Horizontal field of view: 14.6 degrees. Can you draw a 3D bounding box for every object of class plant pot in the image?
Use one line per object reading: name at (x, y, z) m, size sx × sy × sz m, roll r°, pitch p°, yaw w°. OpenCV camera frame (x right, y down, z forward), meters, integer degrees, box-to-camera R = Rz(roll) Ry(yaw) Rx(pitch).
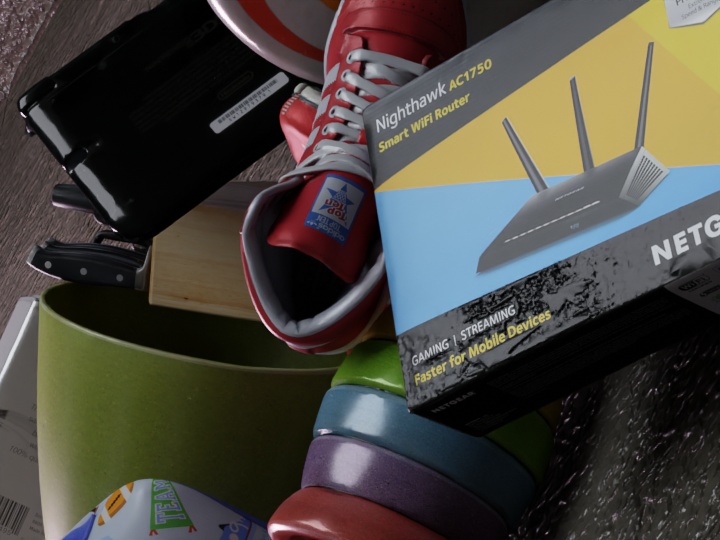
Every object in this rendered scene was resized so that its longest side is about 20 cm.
plant pot at (-0.103, 0.126, 1.578) m, size 0.187 × 0.187 × 0.201 m, roll -131°, pitch 50°, yaw -74°

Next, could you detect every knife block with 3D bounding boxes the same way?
knife block at (-0.082, -0.010, 1.579) m, size 0.200 × 0.175 × 0.064 m, roll 25°, pitch 114°, yaw 57°

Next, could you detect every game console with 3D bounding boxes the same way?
game console at (-0.083, -0.107, 1.582) m, size 0.200 × 0.176 × 0.116 m, roll -37°, pitch -29°, yaw -6°

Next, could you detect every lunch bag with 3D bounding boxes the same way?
lunch bag at (-0.101, 0.187, 1.449) m, size 0.200 × 0.160 × 0.076 m, roll -44°, pitch 25°, yaw 51°

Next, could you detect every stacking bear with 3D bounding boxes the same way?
stacking bear at (0.048, 0.053, 1.278) m, size 0.200 × 0.114 × 0.121 m, roll -64°, pitch 14°, yaw -17°

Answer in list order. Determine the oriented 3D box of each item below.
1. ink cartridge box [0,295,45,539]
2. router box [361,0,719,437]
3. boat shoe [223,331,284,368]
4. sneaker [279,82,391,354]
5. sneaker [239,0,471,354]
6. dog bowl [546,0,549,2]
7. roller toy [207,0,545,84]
ink cartridge box at (-0.203, 0.135, 1.905) m, size 0.200 × 0.145 × 0.085 m, roll -66°, pitch 14°, yaw -7°
router box at (0.098, -0.039, 1.142) m, size 0.200 × 0.051 × 0.150 m, roll -28°, pitch 56°, yaw 32°
boat shoe at (-0.084, 0.106, 1.728) m, size 0.202 × 0.075 × 0.075 m, roll -45°, pitch 45°, yaw 53°
sneaker at (0.000, 0.000, 1.379) m, size 0.085 × 0.200 × 0.077 m, roll -38°, pitch 38°, yaw -19°
sneaker at (0.000, -0.057, 1.261) m, size 0.112 × 0.071 × 0.201 m, roll -3°, pitch -73°, yaw -82°
dog bowl at (0.101, -0.105, 1.409) m, size 0.200 × 0.074 × 0.200 m, roll -56°, pitch 16°, yaw 26°
roller toy at (0.012, -0.192, 1.367) m, size 0.182 × 0.200 × 0.140 m, roll -38°, pitch 26°, yaw 31°
